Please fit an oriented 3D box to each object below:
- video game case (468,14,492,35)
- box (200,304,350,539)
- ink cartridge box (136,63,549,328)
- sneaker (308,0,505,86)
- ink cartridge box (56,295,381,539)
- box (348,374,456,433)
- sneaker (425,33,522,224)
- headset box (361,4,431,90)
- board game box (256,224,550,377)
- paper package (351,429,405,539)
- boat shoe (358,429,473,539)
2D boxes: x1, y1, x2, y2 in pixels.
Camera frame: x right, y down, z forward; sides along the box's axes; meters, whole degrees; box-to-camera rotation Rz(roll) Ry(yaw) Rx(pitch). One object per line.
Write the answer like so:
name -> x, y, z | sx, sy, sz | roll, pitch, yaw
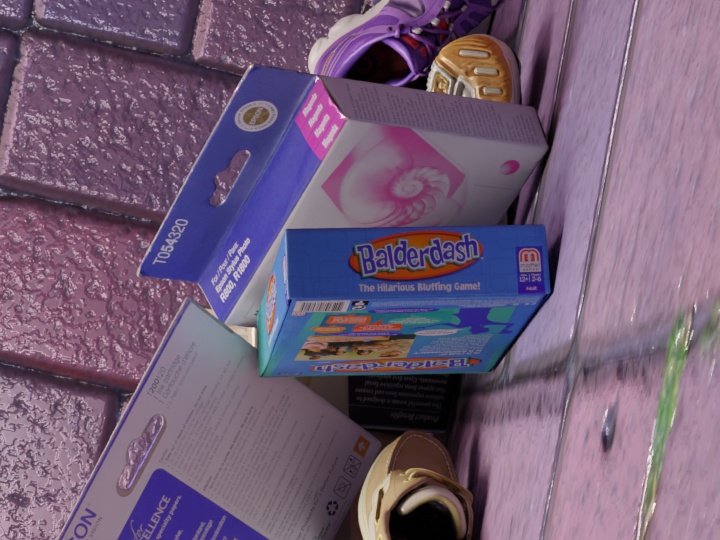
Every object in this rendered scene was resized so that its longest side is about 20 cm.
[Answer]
video game case -> 0.094, -0.233, 2.117 | 0.183, 0.023, 0.201 | -84, 7, -52
box -> -0.061, 0.124, 1.710 | 0.095, 0.077, 0.202 | 3, 96, 56
ink cartridge box -> -0.013, -0.035, 1.559 | 0.197, 0.199, 0.044 | -58, 38, 41
sneaker -> 0.051, -0.177, 1.813 | 0.200, 0.081, 0.084 | -44, 24, 11
ink cartridge box -> -0.099, 0.145, 1.594 | 0.043, 0.200, 0.199 | 12, 68, 49
box -> 0.000, 0.000, 1.798 | 0.148, 0.106, 0.202 | 23, 103, 54
sneaker -> 0.076, -0.058, 1.683 | 0.088, 0.075, 0.202 | -27, -48, -71
headset box -> 0.009, -0.094, 1.964 | 0.201, 0.092, 0.174 | -64, 9, 6
board game box -> 0.020, 0.021, 1.498 | 0.200, 0.151, 0.045 | 116, 152, -73
paper package -> -0.055, 0.195, 1.824 | 0.103, 0.189, 0.202 | -120, 43, -84
boat shoe -> 0.040, 0.159, 1.521 | 0.201, 0.074, 0.067 | -87, 22, -55
